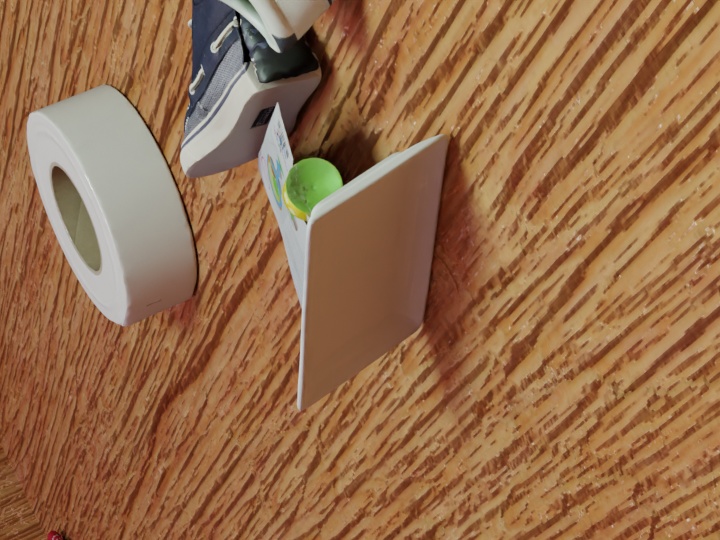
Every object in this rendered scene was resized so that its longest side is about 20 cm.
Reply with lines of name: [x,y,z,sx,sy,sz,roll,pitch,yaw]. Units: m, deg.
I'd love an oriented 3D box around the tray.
tray: [0.000,0.000,1.260,0.022,0.107,0.200,43,152,24]

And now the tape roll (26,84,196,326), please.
tape roll: [-0.218,-0.056,1.812,0.203,0.071,0.203,51,154,36]

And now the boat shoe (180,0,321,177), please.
boat shoe: [-0.085,-0.136,1.400,0.200,0.075,0.093,-41,68,61]

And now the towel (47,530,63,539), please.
towel: [-0.371,0.446,2.838,0.200,0.022,0.145,24,133,59]

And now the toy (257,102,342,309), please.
toy: [-0.029,-0.038,1.370,0.200,0.047,0.115,109,145,-82]

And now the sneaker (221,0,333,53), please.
sneaker: [-0.105,-0.205,1.228,0.200,0.071,0.073,34,170,2]
